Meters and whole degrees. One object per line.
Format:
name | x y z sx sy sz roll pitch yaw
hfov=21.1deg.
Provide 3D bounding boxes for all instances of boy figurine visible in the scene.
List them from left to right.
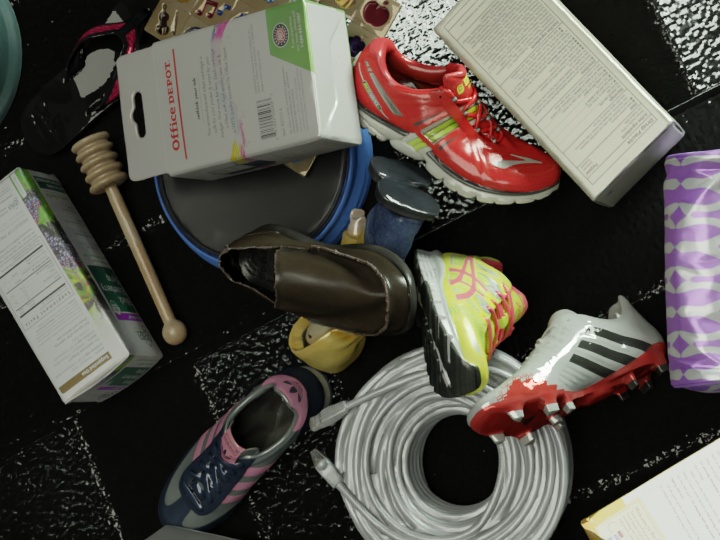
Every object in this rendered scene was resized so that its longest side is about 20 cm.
boy figurine | 0.000 0.000 1.617 0.064 0.125 0.201 14 127 -21

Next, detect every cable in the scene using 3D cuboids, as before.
cable | 0.079 0.160 1.602 0.199 0.069 0.201 -35 78 12

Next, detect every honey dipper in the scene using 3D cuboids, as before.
honey dipper | -0.202 -0.026 1.721 0.038 0.038 0.201 -26 84 15

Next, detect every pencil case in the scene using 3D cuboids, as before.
pencil case | 0.284 0.002 1.533 0.085 0.083 0.202 -6 86 49

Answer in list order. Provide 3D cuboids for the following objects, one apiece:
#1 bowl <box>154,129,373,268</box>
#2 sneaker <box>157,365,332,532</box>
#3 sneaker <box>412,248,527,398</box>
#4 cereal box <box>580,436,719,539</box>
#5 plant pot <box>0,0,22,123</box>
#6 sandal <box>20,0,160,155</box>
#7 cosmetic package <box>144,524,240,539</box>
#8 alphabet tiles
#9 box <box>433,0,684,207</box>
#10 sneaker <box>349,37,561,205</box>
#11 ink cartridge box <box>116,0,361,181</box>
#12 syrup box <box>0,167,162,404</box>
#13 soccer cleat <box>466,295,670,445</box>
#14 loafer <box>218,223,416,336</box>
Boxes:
bowl | -0.089 -0.095 1.682 0.199 0.039 0.203 -1 88 18
sneaker | -0.113 0.156 1.655 0.070 0.082 0.200 45 104 12
sneaker | 0.092 0.034 1.549 0.089 0.200 0.079 -2 118 -3
cereal box | 0.296 0.212 1.544 0.199 0.039 0.145 -32 79 13
plant pot | -0.425 -0.198 1.746 0.198 0.134 0.203 -1 88 18
sandal | -0.231 -0.180 1.728 0.200 0.045 0.075 -44 76 11
cosmetic package | -0.133 0.327 1.580 0.163 0.200 0.167 10 102 17
alphabet tiles | -0.085 -0.202 1.663 0.199 0.008 0.168 33 97 17
box | 0.163 -0.155 1.583 0.095 0.078 0.200 -43 76 11
sneaker | 0.078 -0.124 1.581 0.199 0.077 0.085 28 127 8
ink cartridge box | -0.104 -0.144 1.614 0.198 0.067 0.118 -11 84 31
syrup box | -0.266 0.015 1.713 0.081 0.079 0.201 -36 78 13
soccer cleat | 0.157 0.077 1.537 0.086 0.199 0.069 59 148 22
loafer | -0.039 0.014 1.551 0.199 0.071 0.074 13 110 42
